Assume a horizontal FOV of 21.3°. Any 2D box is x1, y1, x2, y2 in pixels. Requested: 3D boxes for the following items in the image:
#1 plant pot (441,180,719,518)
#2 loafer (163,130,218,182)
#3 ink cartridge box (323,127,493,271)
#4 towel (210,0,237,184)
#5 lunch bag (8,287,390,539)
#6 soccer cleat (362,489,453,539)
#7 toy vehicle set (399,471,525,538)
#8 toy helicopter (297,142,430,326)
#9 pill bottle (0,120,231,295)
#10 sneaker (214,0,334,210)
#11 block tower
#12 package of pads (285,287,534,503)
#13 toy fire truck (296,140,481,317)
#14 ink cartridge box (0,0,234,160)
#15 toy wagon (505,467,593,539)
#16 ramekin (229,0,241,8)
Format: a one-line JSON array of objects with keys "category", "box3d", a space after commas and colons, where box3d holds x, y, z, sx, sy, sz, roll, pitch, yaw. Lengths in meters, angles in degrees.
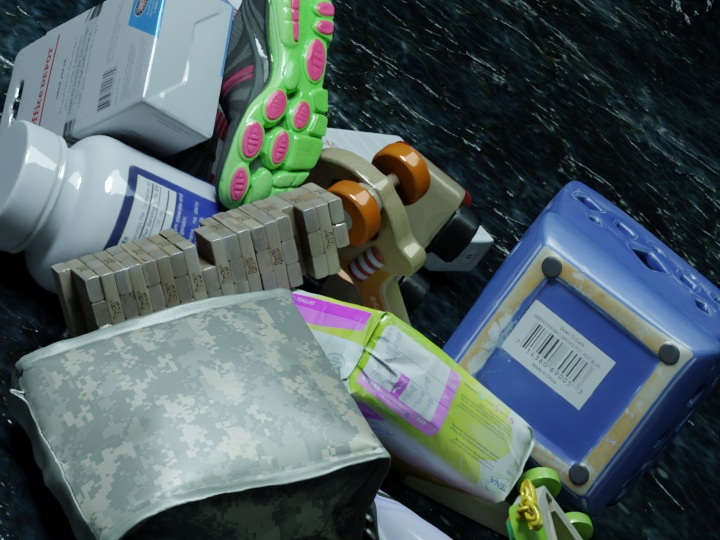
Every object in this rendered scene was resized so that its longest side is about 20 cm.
[{"category": "plant pot", "box3d": [0.174, 0.066, 1.513, 0.200, 0.200, 0.180, 39, 13, 9]}, {"category": "loafer", "box3d": [-0.173, -0.102, 1.536, 0.073, 0.072, 0.200, 33, -1, -42]}, {"category": "ink cartridge box", "box3d": [0.013, -0.069, 1.809, 0.200, 0.057, 0.163, -3, 45, -50]}, {"category": "towel", "box3d": [-0.128, -0.120, 1.538, 0.023, 0.200, 0.144, -20, 58, -44]}, {"category": "lunch bag", "box3d": [-0.108, 0.113, 1.197, 0.199, 0.118, 0.164, -8, 45, -29]}, {"category": "soccer cleat", "box3d": [0.017, 0.187, 1.317, 0.200, 0.068, 0.073, 41, 22, -2]}, {"category": "toy vehicle set", "box3d": [0.082, 0.133, 1.573, 0.124, 0.027, 0.200, 29, 23, -19]}, {"category": "toy helicopter", "box3d": [0.000, 0.000, 1.446, 0.079, 0.132, 0.201, -39, 120, -38]}, {"category": "pill bottle", "box3d": [-0.174, -0.028, 1.382, 0.199, 0.120, 0.120, 25, 25, -28]}, {"category": "sneaker", "box3d": [-0.071, -0.130, 1.414, 0.077, 0.084, 0.201, 30, 61, -35]}, {"category": "block tower", "box3d": [-0.107, -0.003, 1.321, 0.199, 0.054, 0.058, -19, 21, -19]}, {"category": "package of pads", "box3d": [0.015, 0.086, 1.365, 0.154, 0.068, 0.200, 14, -19, 47]}, {"category": "toy fire truck", "box3d": [0.016, -0.014, 1.597, 0.128, 0.176, 0.200, 37, 5, -12]}, {"category": "ink cartridge box", "box3d": [-0.189, -0.135, 1.443, 0.068, 0.200, 0.117, 28, 60, -36]}, {"category": "toy wagon", "box3d": [0.142, 0.216, 1.364, 0.200, 0.039, 0.156, 53, 18, -44]}, {"category": "ramekin", "box3d": [-0.139, -0.227, 1.865, 0.202, 0.094, 0.203, 31, 23, -15]}]
